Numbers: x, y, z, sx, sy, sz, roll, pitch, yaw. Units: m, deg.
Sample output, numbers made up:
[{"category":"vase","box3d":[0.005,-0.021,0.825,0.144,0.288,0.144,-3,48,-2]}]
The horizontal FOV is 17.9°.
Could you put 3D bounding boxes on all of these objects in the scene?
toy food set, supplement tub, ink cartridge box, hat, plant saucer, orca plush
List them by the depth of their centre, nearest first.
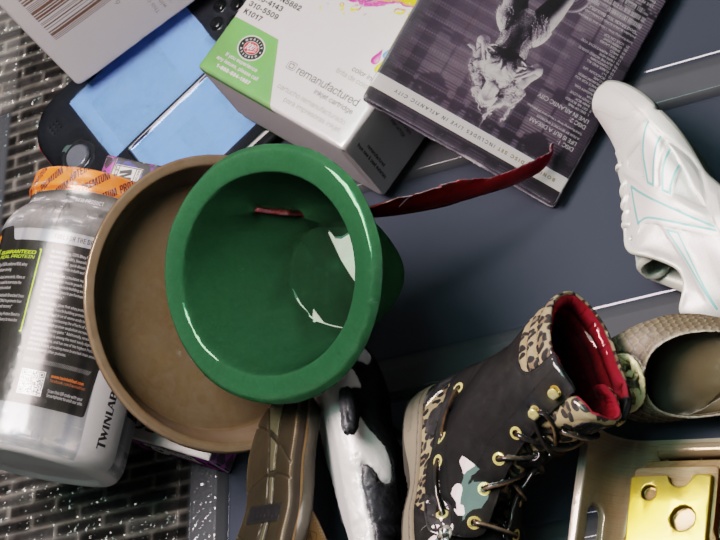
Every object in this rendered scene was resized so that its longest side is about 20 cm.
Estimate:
[{"category":"toy food set","box3d":[0.215,0.155,1.340,0.199,0.060,0.144,-5,63,29]},{"category":"orca plush","box3d":[0.020,0.125,1.470,0.071,0.105,0.200,-8,45,-10]},{"category":"hat","box3d":[0.000,0.000,1.511,0.199,0.176,0.166,-1,90,35]},{"category":"plant saucer","box3d":[-0.096,0.023,1.534,0.029,0.200,0.201,-13,54,60]},{"category":"supplement tub","box3d":[-0.199,0.038,1.561,0.122,0.122,0.201,3,73,33]},{"category":"ink cartridge box","box3d":[0.007,-0.178,1.619,0.145,0.084,0.200,31,81,31]}]

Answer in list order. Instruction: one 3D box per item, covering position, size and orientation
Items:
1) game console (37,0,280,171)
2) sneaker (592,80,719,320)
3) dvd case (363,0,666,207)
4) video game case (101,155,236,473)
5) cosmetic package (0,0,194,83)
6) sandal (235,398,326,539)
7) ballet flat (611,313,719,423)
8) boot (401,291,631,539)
[{"category":"game console","box3d":[-0.141,-0.121,1.727,0.200,0.031,0.177,-43,51,5]},{"category":"sneaker","box3d":[0.192,-0.044,1.456,0.080,0.070,0.201,-40,52,10]},{"category":"dvd case","box3d":[0.113,-0.165,1.546,0.148,0.016,0.201,29,82,1]},{"category":"video game case","box3d":[-0.138,0.027,1.629,0.181,0.036,0.201,13,77,31]},{"category":"cosmetic package","box3d":[-0.217,-0.290,1.755,0.166,0.167,0.200,-35,40,10]},{"category":"sandal","box3d":[-0.049,0.179,1.491,0.082,0.054,0.201,-14,63,56]},{"category":"ballet flat","box3d":[0.227,0.062,1.379,0.199,0.046,0.068,-3,103,27]},{"category":"boot","box3d":[0.096,0.121,1.390,0.151,0.073,0.201,-43,35,35]}]
